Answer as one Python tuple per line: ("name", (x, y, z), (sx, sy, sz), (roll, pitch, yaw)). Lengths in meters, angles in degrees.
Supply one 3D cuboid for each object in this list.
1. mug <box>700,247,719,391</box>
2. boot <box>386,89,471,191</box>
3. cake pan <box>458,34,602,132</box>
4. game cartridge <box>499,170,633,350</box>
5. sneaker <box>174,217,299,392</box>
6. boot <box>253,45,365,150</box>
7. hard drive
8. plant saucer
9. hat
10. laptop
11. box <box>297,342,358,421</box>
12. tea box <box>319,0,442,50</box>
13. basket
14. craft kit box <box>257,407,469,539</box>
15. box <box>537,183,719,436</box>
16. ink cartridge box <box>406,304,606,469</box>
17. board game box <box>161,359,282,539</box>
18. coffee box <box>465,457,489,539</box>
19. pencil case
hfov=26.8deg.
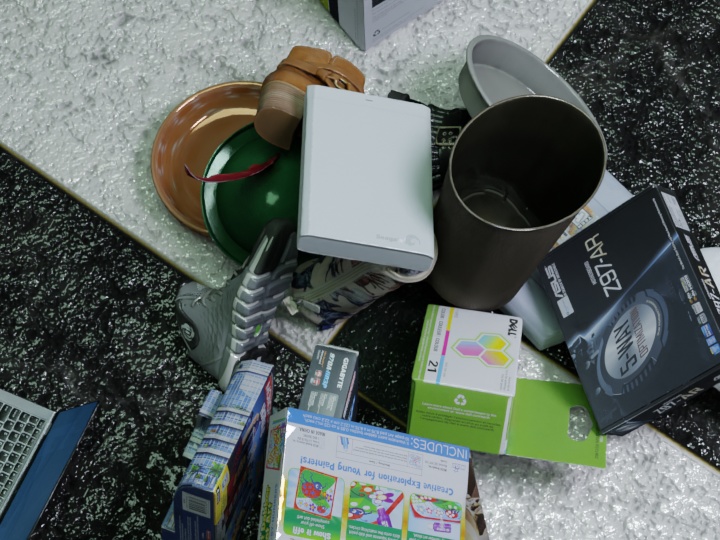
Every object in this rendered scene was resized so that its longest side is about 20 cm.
("mug", (0.411, 0.035, 1.529), (0.174, 0.147, 0.202), (31, 98, 26))
("boot", (0.080, -0.100, 1.655), (0.156, 0.080, 0.213), (16, 65, 9))
("cake pan", (0.184, -0.172, 1.651), (0.199, 0.037, 0.202), (29, 35, -22))
("game cartridge", (0.234, -0.012, 1.633), (0.199, 0.042, 0.133), (-39, 65, -16))
("sneaker", (-0.140, 0.019, 1.560), (0.115, 0.202, 0.075), (31, 24, 26))
("boot", (-0.015, -0.156, 1.611), (0.198, 0.077, 0.156), (25, 36, -4))
("hard drive", (0.006, -0.094, 1.481), (0.130, 0.026, 0.202), (9, 49, -10))
("plant saucer", (-0.135, -0.119, 1.694), (0.197, 0.038, 0.203), (0, 63, 1))
("hat", (-0.074, -0.078, 1.550), (0.199, 0.176, 0.167), (-34, 98, -17))
("laptop", (-0.377, 0.195, 1.503), (0.198, 0.116, 0.189), (21, 66, 11))
("box", (-0.045, 0.194, 1.470), (0.045, 0.159, 0.202), (12, 64, 6))
("tea box", (0.026, -0.407, 1.776), (0.199, 0.134, 0.197), (-32, 68, -14))
("basket", (0.140, -0.056, 1.516), (0.180, 0.201, 0.136), (-36, 74, -28))
("craft kit box", (0.004, 0.242, 1.363), (0.198, 0.048, 0.200), (16, 64, -25))
("box", (0.278, 0.040, 1.513), (0.160, 0.043, 0.202), (-34, 62, 31))
("ink cartridge box", (0.153, 0.114, 1.515), (0.197, 0.077, 0.148), (8, 30, 5))
("board game box", (-0.130, 0.180, 1.484), (0.061, 0.201, 0.201), (16, 51, 8))
("coffee box", (0.072, 0.288, 1.465), (0.111, 0.080, 0.202), (-10, 64, -5))
("pencil case", (0.000, 0.000, 1.544), (0.089, 0.200, 0.078), (-41, 96, -33))
